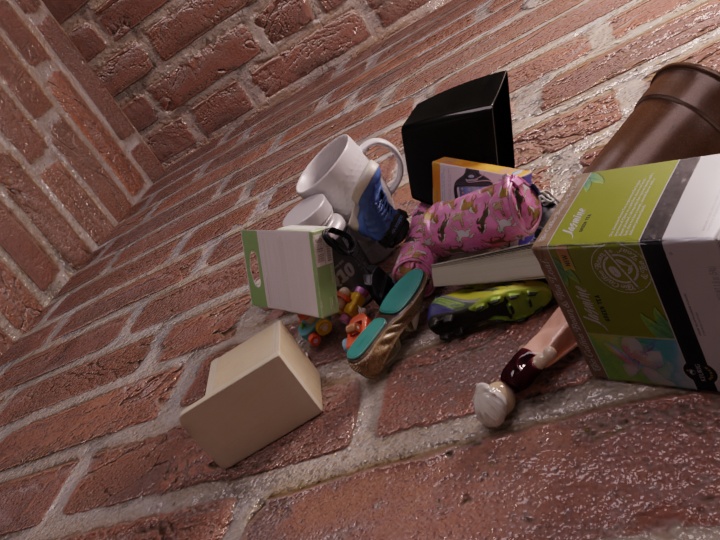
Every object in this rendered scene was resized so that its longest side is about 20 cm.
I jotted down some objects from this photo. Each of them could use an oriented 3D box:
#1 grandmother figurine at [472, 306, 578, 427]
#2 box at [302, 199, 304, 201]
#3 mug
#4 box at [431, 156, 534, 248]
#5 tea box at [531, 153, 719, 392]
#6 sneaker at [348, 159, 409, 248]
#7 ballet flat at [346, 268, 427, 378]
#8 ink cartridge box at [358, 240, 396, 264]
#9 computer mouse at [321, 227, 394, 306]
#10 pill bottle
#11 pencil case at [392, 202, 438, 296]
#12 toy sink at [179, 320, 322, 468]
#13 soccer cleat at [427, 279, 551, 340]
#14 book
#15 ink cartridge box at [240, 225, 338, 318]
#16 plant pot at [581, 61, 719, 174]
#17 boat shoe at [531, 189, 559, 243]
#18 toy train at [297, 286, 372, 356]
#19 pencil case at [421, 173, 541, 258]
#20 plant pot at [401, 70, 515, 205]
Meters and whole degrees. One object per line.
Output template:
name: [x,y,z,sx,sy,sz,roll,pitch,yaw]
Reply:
grandmother figurine: [0.214,0.112,0.805,0.200,0.061,0.122,-45,-14,-7]
box: [-0.105,-0.059,1.370,0.127,0.108,0.203,-34,25,46]
mug: [0.000,-0.167,1.274,0.200,0.175,0.148,-44,24,8]
box: [0.202,-0.108,1.049,0.197,0.123,0.041,19,32,41]
tea box: [0.322,0.006,0.688,0.194,0.202,0.134,-1,40,51]
sneaker: [0.041,-0.105,1.116,0.078,0.109,0.201,-57,-8,-24]
ballet flat: [0.052,0.088,1.034,0.201,0.066,0.070,-49,29,-20]
ink cartridge box: [0.003,-0.046,1.368,0.201,0.047,0.161,-48,24,10]
computer mouse: [0.000,0.000,1.097,0.034,0.200,0.060,-22,33,40]
pill bottle: [-0.056,-0.031,1.211,0.112,0.202,0.115,-26,26,14]
pencil case: [0.112,-0.042,1.158,0.086,0.082,0.202,-40,19,37]
toy sink: [-0.176,0.200,1.056,0.197,0.132,0.113,-32,25,8]
soccer cleat: [0.183,0.040,0.952,0.196,0.065,0.085,-20,38,33]
book: [0.220,-0.008,0.959,0.196,0.050,0.132,-11,-2,40]
ink cartridge box: [-0.126,-0.003,1.136,0.047,0.151,0.196,-18,17,-42]
plant pot: [0.392,-0.122,0.846,0.198,0.201,0.200,-43,26,-2]
boat shoe: [0.289,-0.098,1.054,0.072,0.069,0.201,-30,26,8]
toy train: [-0.053,0.095,1.133,0.196,0.056,0.154,-20,44,33]
pencil case: [0.178,-0.078,0.986,0.198,0.082,0.089,-18,47,52]
plant pot: [0.178,-0.225,1.176,0.172,0.205,0.201,0,32,21]
